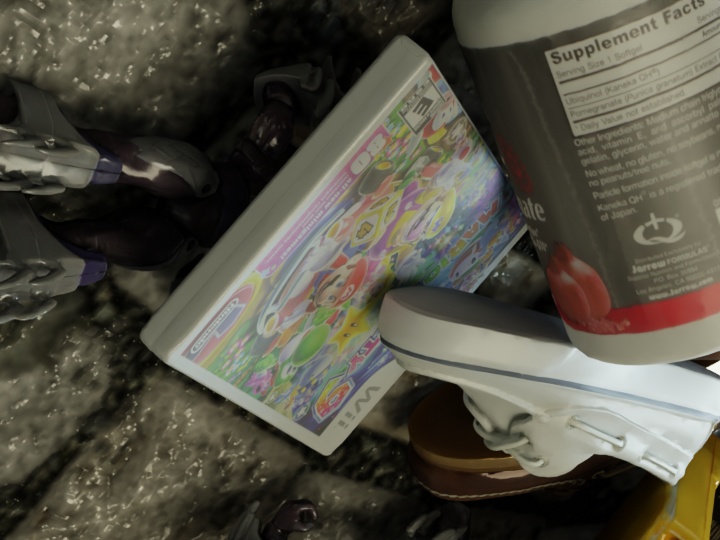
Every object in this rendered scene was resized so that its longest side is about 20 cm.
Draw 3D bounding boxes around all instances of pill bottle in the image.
[{"bbox_3d":[0.100,-0.075,0.687,0.110,0.111,0.201,-26,107,-15],"label":"pill bottle"}]

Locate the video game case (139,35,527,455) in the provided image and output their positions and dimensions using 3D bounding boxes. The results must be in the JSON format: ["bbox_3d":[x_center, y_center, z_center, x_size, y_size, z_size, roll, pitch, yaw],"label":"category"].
[{"bbox_3d":[0.000,0.000,0.725,0.143,0.018,0.200,-49,158,-1],"label":"video game case"}]

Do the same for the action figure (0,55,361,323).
[{"bbox_3d":[-0.067,-0.023,0.683,0.199,0.069,0.131,-2,120,-38],"label":"action figure"}]

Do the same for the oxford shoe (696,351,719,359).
[{"bbox_3d":[0.223,-0.003,0.886,0.199,0.072,0.073,-13,160,-32],"label":"oxford shoe"}]

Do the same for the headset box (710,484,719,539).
[{"bbox_3d":[0.244,0.216,0.986,0.092,0.201,0.175,4,130,-37],"label":"headset box"}]

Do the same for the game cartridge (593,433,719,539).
[{"bbox_3d":[0.120,0.170,0.917,0.177,0.032,0.200,-54,172,15],"label":"game cartridge"}]

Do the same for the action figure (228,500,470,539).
[{"bbox_3d":[0.002,0.154,0.828,0.070,0.130,0.199,-58,152,14],"label":"action figure"}]

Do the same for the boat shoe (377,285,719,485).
[{"bbox_3d":[0.083,0.056,0.773,0.199,0.073,0.066,16,97,-36],"label":"boat shoe"}]

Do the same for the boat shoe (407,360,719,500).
[{"bbox_3d":[0.110,0.077,0.888,0.199,0.070,0.071,-15,130,-26],"label":"boat shoe"}]
